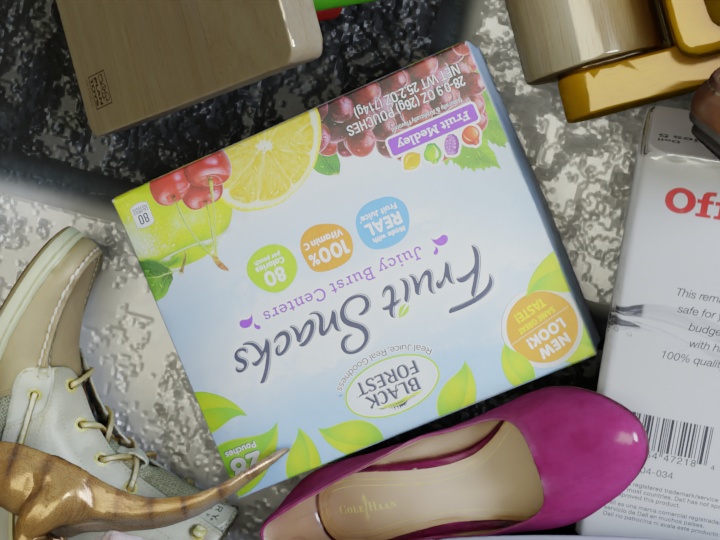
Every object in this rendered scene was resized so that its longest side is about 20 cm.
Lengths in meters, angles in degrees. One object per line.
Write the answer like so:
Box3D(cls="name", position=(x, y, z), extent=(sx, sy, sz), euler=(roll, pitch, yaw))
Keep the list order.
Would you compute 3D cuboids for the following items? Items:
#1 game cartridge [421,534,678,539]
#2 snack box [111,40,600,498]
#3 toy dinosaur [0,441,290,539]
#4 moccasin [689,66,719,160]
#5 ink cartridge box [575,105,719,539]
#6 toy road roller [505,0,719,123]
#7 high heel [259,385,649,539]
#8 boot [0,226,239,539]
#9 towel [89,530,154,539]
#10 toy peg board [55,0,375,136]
Box3D(cls="game cartridge", position=(0.105, 0.164, 0.825), extent=(0.199, 0.133, 0.041), euler=(-3, 59, 17))
Box3D(cls="snack box", position=(0.000, 0.000, 0.867), extent=(0.199, 0.068, 0.169), euler=(-22, 91, 12))
Box3D(cls="toy dinosaur", position=(-0.147, 0.116, 0.838), extent=(0.199, 0.060, 0.107), euler=(16, 102, 6))
Box3D(cls="moccasin", position=(0.209, -0.079, 0.713), extent=(0.074, 0.201, 0.078), euler=(51, 132, 29))
Box3D(cls="ink cartridge box", position=(0.189, 0.035, 0.805), extent=(0.145, 0.084, 0.201), euler=(10, 113, 9))
Box3D(cls="toy road roller", position=(0.160, -0.152, 0.783), extent=(0.199, 0.146, 0.124), euler=(-15, 90, 11))
Box3D(cls="high heel", position=(0.042, 0.107, 0.807), extent=(0.200, 0.096, 0.068), euler=(-27, 82, 47))
Box3D(cls="boot", position=(-0.132, 0.091, 0.896), extent=(0.154, 0.072, 0.201), euler=(23, 104, 7))
Box3D(cls="towel", position=(-0.088, 0.191, 0.822), extent=(0.190, 0.032, 0.200), euler=(22, 143, -29))
Box3D(cls="toy peg board", position=(-0.072, -0.187, 0.831), extent=(0.199, 0.098, 0.201), euler=(-11, 94, 55))
